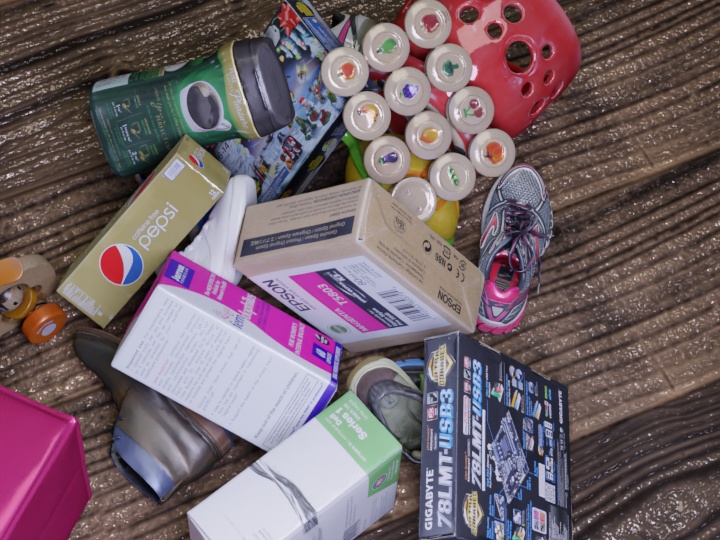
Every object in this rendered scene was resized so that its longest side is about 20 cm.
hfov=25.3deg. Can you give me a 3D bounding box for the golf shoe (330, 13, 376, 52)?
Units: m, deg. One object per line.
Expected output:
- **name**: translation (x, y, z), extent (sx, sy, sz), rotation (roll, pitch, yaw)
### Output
- **golf shoe**: translation (-0.041, -0.216, 1.810), extent (0.092, 0.073, 0.200), rotation (26, 52, 16)

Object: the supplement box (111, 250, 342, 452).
- **supplement box**: translation (-0.128, 0.084, 1.568), extent (0.200, 0.104, 0.101), rotation (28, 20, -9)

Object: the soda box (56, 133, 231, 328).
- **soda box**: translation (-0.220, -0.039, 1.625), extent (0.064, 0.200, 0.068), rotation (40, 18, -13)

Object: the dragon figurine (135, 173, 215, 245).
- **dragon figurine**: translation (-0.159, -0.058, 1.716), extent (0.099, 0.059, 0.200), rotation (-32, 69, -20)

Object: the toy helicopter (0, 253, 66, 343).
- **toy helicopter**: translation (-0.392, 0.047, 1.596), extent (0.200, 0.132, 0.079), rotation (-33, 69, -20)

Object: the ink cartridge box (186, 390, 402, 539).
- **ink cartridge box**: translation (-0.063, 0.227, 1.519), extent (0.200, 0.146, 0.084), rotation (-35, 66, -22)

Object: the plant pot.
- **plant pot**: translation (0.111, -0.220, 1.755), extent (0.200, 0.201, 0.183), rotation (37, 72, 14)

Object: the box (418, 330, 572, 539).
- **box**: translation (0.133, 0.181, 1.539), extent (0.050, 0.198, 0.201), rotation (-17, 61, 37)

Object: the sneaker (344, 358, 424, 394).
- **sneaker**: translation (0.066, 0.136, 1.624), extent (0.199, 0.071, 0.083), rotation (-11, 57, -14)

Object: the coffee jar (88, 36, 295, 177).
- **coffee jar**: translation (-0.172, -0.170, 1.653), extent (0.199, 0.085, 0.105), rotation (-15, 104, 9)

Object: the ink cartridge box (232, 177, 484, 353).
- **ink cartridge box**: translation (0.000, 0.000, 1.590), extent (0.164, 0.200, 0.075), rotation (-13, 54, 38)

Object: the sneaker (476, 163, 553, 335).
- **sneaker**: translation (0.168, -0.030, 1.722), extent (0.080, 0.075, 0.201), rotation (11, 60, 1)

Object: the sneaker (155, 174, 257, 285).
- **sneaker**: translation (-0.164, -0.006, 1.636), extent (0.088, 0.075, 0.201), rotation (16, 97, 8)

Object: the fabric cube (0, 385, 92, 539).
- **fabric cube**: translation (-0.381, 0.218, 1.466), extent (0.196, 0.200, 0.200), rotation (23, 61, 9)

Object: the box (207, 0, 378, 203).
- **box**: translation (-0.082, -0.170, 1.713), extent (0.040, 0.200, 0.137), rotation (-9, 55, -49)

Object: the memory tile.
- **memory tile**: translation (0.059, -0.160, 1.631), extent (0.153, 0.017, 0.200), rotation (-30, 102, -9)

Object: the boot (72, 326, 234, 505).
- **boot**: translation (-0.231, 0.142, 1.592), extent (0.200, 0.075, 0.097), rotation (36, 62, 12)

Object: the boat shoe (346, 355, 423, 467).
- **boat shoe**: translation (0.065, 0.161, 1.554), extent (0.072, 0.201, 0.066), rotation (-42, 32, 8)

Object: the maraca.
- **maraca**: translation (0.033, -0.100, 1.724), extent (0.107, 0.137, 0.200), rotation (-43, 64, 15)
